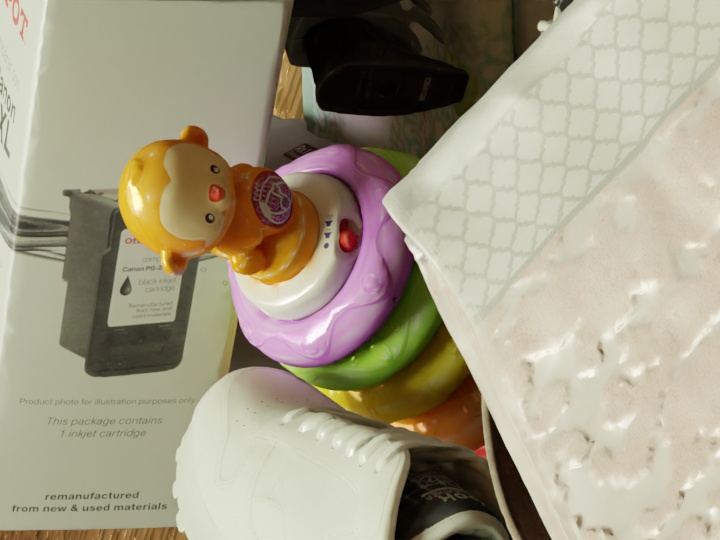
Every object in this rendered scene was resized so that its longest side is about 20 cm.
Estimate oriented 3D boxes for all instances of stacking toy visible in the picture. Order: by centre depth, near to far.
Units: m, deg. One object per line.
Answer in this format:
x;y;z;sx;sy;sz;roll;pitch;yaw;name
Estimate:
0.000;0.000;0.900;0.110;0.200;0.116;-4;71;40;stacking toy

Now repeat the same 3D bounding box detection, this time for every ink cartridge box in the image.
-0.092;-0.036;0.972;0.145;0.083;0.200;-119;34;-55;ink cartridge box

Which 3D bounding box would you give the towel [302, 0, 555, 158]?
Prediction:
0.023;-0.090;1.060;0.171;0.048;0.200;-138;41;-63;towel

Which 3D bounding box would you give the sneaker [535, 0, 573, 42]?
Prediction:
0.084;-0.064;0.832;0.074;0.088;0.200;-122;30;-52;sneaker

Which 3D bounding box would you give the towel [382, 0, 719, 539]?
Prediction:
0.104;-0.024;0.691;0.200;0.032;0.191;-47;43;17;towel

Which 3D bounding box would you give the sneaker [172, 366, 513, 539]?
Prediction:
0.006;0.073;0.804;0.200;0.076;0.081;52;132;53;sneaker

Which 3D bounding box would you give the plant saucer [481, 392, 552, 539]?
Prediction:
0.115;0.006;0.708;0.200;0.032;0.201;-24;53;36;plant saucer

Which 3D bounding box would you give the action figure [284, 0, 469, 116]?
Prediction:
-0.025;-0.141;1.011;0.130;0.069;0.200;91;162;-46;action figure

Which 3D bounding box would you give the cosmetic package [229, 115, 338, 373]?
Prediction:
-0.021;0.046;1.128;0.200;0.090;0.107;64;166;-18;cosmetic package
